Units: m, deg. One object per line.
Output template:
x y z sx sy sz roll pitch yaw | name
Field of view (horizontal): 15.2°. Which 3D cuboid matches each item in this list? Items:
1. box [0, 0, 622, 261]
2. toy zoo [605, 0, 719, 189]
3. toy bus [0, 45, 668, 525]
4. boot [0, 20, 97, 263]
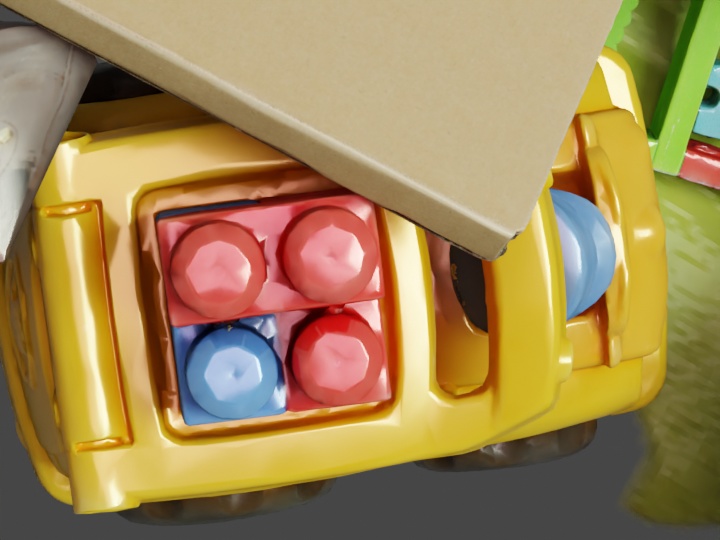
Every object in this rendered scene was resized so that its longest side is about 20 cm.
-0.023 -0.112 0.676 0.200 0.021 0.164 27 59 -3 | box
0.166 -0.077 0.836 0.200 0.020 0.131 16 105 -7 | toy zoo
0.000 0.000 0.736 0.200 0.192 0.136 -8 93 -8 | toy bus
-0.169 -0.015 0.711 0.186 0.200 0.064 -45 121 -9 | boot
